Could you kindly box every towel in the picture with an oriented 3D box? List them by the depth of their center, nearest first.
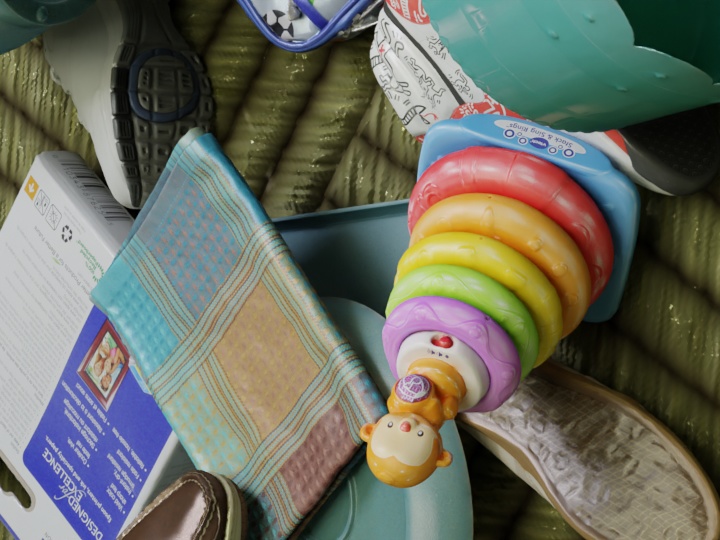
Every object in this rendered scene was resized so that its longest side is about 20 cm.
[{"bbox_3d":[-0.069,0.042,1.250,0.200,0.022,0.147,57,133,24],"label":"towel"}]

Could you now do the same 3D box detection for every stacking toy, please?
[{"bbox_3d":[0.049,0.027,1.115,0.116,0.200,0.110,19,137,14],"label":"stacking toy"}]

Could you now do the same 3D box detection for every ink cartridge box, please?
[{"bbox_3d":[-0.169,0.068,1.395,0.198,0.047,0.200,47,124,30],"label":"ink cartridge box"}]

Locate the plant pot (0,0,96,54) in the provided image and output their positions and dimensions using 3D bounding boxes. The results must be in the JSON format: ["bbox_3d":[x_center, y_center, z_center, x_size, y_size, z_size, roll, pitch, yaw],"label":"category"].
[{"bbox_3d":[-0.214,-0.203,1.292,0.134,0.200,0.201,13,95,33],"label":"plant pot"}]

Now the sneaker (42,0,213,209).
[{"bbox_3d":[-0.145,-0.124,1.383,0.087,0.074,0.201,-31,60,40],"label":"sneaker"}]

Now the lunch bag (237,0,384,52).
[{"bbox_3d":[-0.036,-0.220,1.264,0.160,0.076,0.200,-40,84,27],"label":"lunch bag"}]

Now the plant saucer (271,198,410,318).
[{"bbox_3d":[0.000,0.000,1.286,0.200,0.019,0.070,-7,83,37],"label":"plant saucer"}]

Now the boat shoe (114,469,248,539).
[{"bbox_3d":[-0.136,0.190,1.230,0.075,0.075,0.203,36,96,47],"label":"boat shoe"}]

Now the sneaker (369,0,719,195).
[{"bbox_3d":[0.090,-0.087,1.198,0.201,0.067,0.108,42,139,13],"label":"sneaker"}]

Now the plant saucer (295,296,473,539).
[{"bbox_3d":[-0.015,0.115,1.247,0.200,0.027,0.201,16,110,50],"label":"plant saucer"}]

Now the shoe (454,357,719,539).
[{"bbox_3d":[0.109,0.085,1.178,0.200,0.053,0.070,36,99,31],"label":"shoe"}]

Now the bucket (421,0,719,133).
[{"bbox_3d":[0.129,-0.165,1.074,0.135,0.207,0.208,-21,73,59],"label":"bucket"}]
